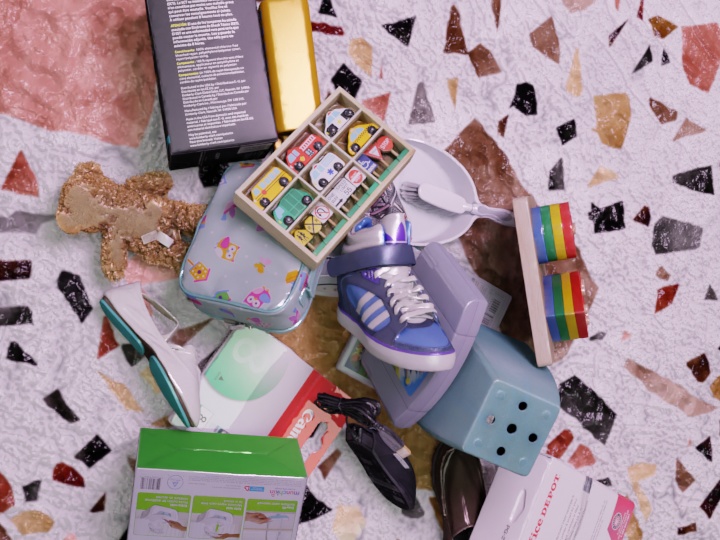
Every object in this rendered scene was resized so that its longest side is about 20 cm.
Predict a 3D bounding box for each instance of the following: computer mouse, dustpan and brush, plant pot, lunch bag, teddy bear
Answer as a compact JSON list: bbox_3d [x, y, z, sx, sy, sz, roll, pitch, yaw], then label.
[{"bbox_3d":[0.035,0.224,1.032,0.046,0.140,0.201,-43,108,-26],"label":"computer mouse"},{"bbox_3d":[0.128,-0.088,1.095,0.198,0.057,0.142,16,80,-29],"label":"dustpan and brush"},{"bbox_3d":[0.152,0.157,0.999,0.140,0.200,0.143,24,97,-12],"label":"plant pot"},{"bbox_3d":[-0.115,-0.024,0.979,0.158,0.077,0.202,13,66,12],"label":"lunch bag"},{"bbox_3d":[-0.270,-0.057,1.005,0.197,0.067,0.148,1,95,-21],"label":"teddy bear"}]

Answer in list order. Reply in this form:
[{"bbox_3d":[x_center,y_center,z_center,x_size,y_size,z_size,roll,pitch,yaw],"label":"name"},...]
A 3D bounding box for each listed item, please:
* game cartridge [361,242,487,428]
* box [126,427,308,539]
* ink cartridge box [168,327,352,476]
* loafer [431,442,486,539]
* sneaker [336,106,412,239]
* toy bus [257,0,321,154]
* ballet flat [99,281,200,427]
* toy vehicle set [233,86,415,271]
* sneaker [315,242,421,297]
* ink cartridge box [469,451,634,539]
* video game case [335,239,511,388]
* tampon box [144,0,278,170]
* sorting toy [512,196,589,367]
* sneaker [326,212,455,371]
[{"bbox_3d":[0.073,0.084,0.987,0.040,0.134,0.202,8,122,-36],"label":"game cartridge"},{"bbox_3d":[-0.176,0.296,0.981,0.197,0.097,0.179,6,108,-14],"label":"box"},{"bbox_3d":[-0.119,0.180,1.045,0.199,0.050,0.162,37,82,-9],"label":"ink cartridge box"},{"bbox_3d":[0.145,0.323,1.096,0.072,0.071,0.204,-9,92,-14],"label":"loafer"},{"bbox_3d":[0.000,-0.110,1.027,0.080,0.075,0.202,-26,73,-9],"label":"sneaker"},{"bbox_3d":[-0.087,-0.231,1.035,0.064,0.078,0.204,-7,92,-13],"label":"toy bus"},{"bbox_3d":[-0.237,0.093,0.989,0.069,0.070,0.201,-36,79,-11],"label":"ballet flat"},{"bbox_3d":[-0.039,-0.111,0.960,0.124,0.027,0.201,38,64,4],"label":"toy vehicle set"},{"bbox_3d":[0.000,0.000,1.060,0.196,0.071,0.074,8,69,-6],"label":"sneaker"},{"bbox_3d":[0.255,0.334,1.082,0.199,0.084,0.146,32,78,-33],"label":"ink cartridge box"},{"bbox_3d":[0.088,0.082,1.108,0.181,0.022,0.202,29,84,-12],"label":"video game case"},{"bbox_3d":[-0.181,-0.235,0.975,0.124,0.150,0.204,-9,92,-13],"label":"tampon box"},{"bbox_3d":[0.250,0.002,1.052,0.068,0.199,0.204,-8,93,15],"label":"sorting toy"},{"bbox_3d":[0.040,0.013,0.926,0.080,0.199,0.149,-4,110,-34],"label":"sneaker"}]
